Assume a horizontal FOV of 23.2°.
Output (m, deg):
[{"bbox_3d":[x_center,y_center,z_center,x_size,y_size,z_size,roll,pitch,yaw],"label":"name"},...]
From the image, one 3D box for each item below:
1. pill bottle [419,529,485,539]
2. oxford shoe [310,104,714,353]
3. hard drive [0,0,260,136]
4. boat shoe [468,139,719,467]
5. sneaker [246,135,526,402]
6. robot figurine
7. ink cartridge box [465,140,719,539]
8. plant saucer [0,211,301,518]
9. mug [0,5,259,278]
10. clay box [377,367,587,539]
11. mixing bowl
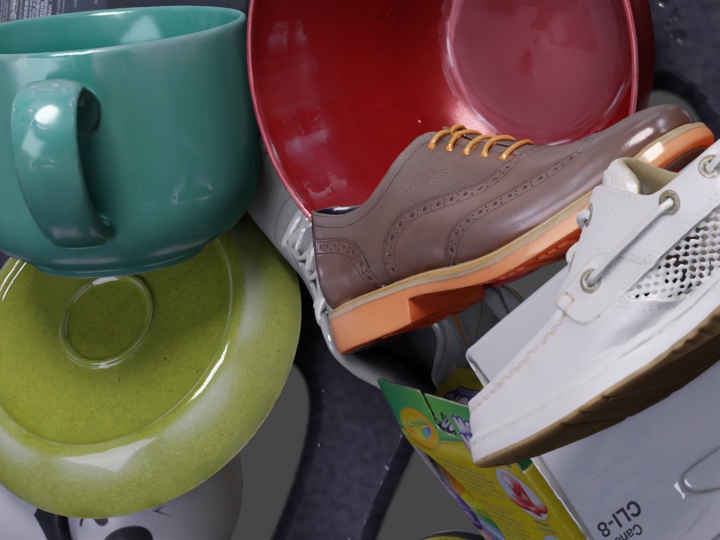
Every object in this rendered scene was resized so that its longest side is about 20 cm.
[{"bbox_3d":[0.012,0.208,0.850,0.111,0.199,0.113,9,106,32],"label":"pill bottle"},{"bbox_3d":[0.051,-0.030,0.714,0.199,0.071,0.074,-27,82,36],"label":"oxford shoe"},{"bbox_3d":[-0.134,-0.135,0.967,0.199,0.033,0.141,21,113,29],"label":"hard drive"},{"bbox_3d":[0.103,-0.006,0.577,0.200,0.071,0.070,-40,72,28],"label":"boat shoe"},{"bbox_3d":[0.000,0.000,0.873,0.200,0.092,0.076,40,121,21],"label":"sneaker"},{"bbox_3d":[-0.161,0.118,0.991,0.198,0.125,0.151,4,141,34],"label":"robot figurine"},{"bbox_3d":[0.171,0.030,0.697,0.145,0.199,0.145,-42,78,33],"label":"ink cartridge box"},{"bbox_3d":[-0.129,0.031,0.929,0.198,0.031,0.202,-9,58,15],"label":"plant saucer"},{"bbox_3d":[-0.134,-0.058,0.852,0.151,0.184,0.116,7,110,36],"label":"mug"},{"bbox_3d":[0.097,0.117,0.786,0.201,0.048,0.115,54,162,-20],"label":"clay box"},{"bbox_3d":[0.058,-0.099,0.798,0.199,0.108,0.202,10,107,33],"label":"mixing bowl"}]
